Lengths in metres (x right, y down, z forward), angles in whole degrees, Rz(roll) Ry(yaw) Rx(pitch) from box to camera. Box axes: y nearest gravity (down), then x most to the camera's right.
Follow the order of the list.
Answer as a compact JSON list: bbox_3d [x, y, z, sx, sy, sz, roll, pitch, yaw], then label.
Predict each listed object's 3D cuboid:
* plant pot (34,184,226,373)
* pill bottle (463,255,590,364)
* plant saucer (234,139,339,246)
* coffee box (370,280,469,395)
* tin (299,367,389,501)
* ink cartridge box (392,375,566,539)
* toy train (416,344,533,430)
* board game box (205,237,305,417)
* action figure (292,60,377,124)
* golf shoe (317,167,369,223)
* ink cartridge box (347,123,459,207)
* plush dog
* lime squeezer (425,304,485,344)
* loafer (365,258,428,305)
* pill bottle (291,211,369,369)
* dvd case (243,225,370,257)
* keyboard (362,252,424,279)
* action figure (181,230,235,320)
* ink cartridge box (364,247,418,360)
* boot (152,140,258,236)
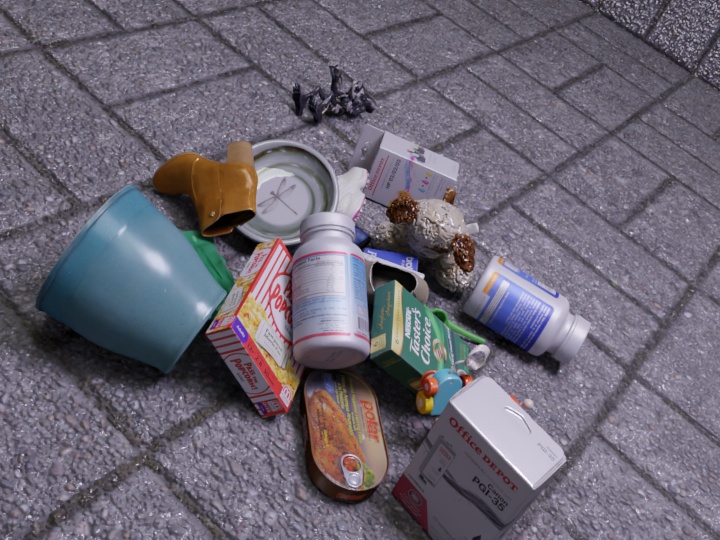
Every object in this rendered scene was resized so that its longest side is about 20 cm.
[{"bbox_3d":[-0.285,0.026,1.057,0.187,0.200,0.201,38,38,-7],"label":"plant pot"},{"bbox_3d":[0.282,0.072,1.361,0.198,0.113,0.112,32,39,7],"label":"pill bottle"},{"bbox_3d":[-0.133,-0.121,1.339,0.195,0.050,0.204,2,64,-4],"label":"plant saucer"},{"bbox_3d":[0.091,0.119,1.173,0.200,0.043,0.125,41,39,-34],"label":"coffee box"},{"bbox_3d":[-0.024,0.219,1.094,0.109,0.042,0.202,6,42,-17],"label":"tin"},{"bbox_3d":[0.143,0.257,1.011,0.082,0.202,0.146,-23,58,-43],"label":"ink cartridge box"},{"bbox_3d":[0.153,0.180,1.131,0.149,0.201,0.056,-35,38,-2],"label":"toy train"},{"bbox_3d":[-0.125,0.076,1.121,0.153,0.045,0.202,61,29,-27],"label":"board game box"},{"bbox_3d":[-0.041,-0.372,1.687,0.198,0.104,0.118,-21,46,-40],"label":"action figure"},{"bbox_3d":[-0.034,-0.146,1.443,0.090,0.076,0.201,23,26,-8],"label":"golf shoe"},{"bbox_3d":[0.075,-0.181,1.525,0.196,0.116,0.068,23,38,-3],"label":"ink cartridge box"},{"bbox_3d":[0.128,-0.070,1.356,0.197,0.163,0.172,29,2,3],"label":"plush dog"},{"bbox_3d":[0.118,0.068,1.349,0.199,0.038,0.070,40,10,18],"label":"lime squeezer"},{"bbox_3d":[0.007,0.016,1.216,0.195,0.069,0.077,2,68,2],"label":"loafer"},{"bbox_3d":[-0.044,0.027,1.133,0.106,0.109,0.204,7,64,-21],"label":"pill bottle"},{"bbox_3d":[-0.087,-0.055,1.376,0.142,0.018,0.199,38,40,13],"label":"dvd case"},{"bbox_3d":[0.000,0.000,1.263,0.196,0.057,0.011,20,-7,8],"label":"keyboard"},{"bbox_3d":[-0.228,0.021,1.187,0.116,0.055,0.201,-11,50,-39],"label":"action figure"},{"bbox_3d":[0.039,0.054,1.278,0.092,0.045,0.202,8,45,0],"label":"ink cartridge box"},{"bbox_3d":[-0.251,-0.116,1.270,0.071,0.197,0.147,46,34,-52],"label":"boot"}]
